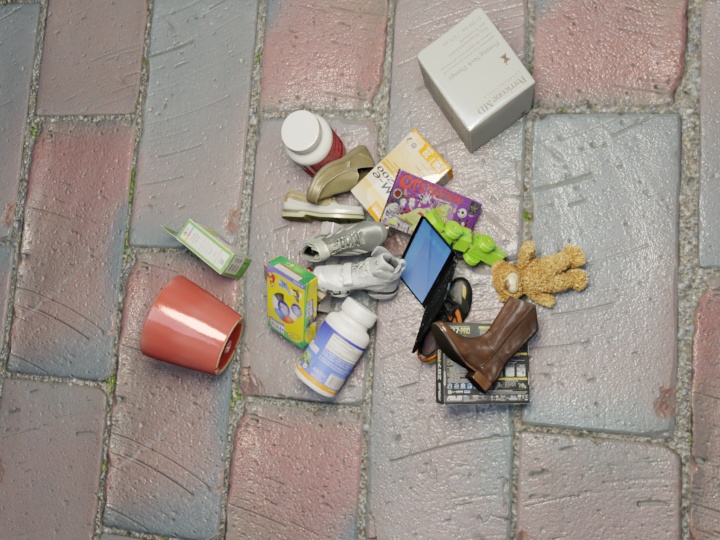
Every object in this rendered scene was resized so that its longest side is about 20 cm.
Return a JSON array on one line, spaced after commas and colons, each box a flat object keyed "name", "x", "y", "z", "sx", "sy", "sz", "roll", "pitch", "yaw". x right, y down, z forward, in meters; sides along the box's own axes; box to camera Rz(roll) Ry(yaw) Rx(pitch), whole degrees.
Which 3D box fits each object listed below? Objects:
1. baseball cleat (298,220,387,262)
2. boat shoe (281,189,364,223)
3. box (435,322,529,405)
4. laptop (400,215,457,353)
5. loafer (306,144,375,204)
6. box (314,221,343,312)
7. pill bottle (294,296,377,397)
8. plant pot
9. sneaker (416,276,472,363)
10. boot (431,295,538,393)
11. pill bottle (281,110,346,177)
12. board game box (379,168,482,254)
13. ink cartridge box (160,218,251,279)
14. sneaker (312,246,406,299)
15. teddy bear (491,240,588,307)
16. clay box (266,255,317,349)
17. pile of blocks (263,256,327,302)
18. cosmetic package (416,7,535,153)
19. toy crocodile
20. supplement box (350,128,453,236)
[{"name": "baseball cleat", "x": -0.040, "y": -0.052, "z": 1.301, "sx": 0.196, "sy": 0.106, "sz": 0.071, "roll": -15, "pitch": 101, "yaw": 26}, {"name": "boat shoe", "x": -0.085, "y": -0.148, "z": 1.399, "sx": 0.195, "sy": 0.075, "sz": 0.070, "roll": 5, "pitch": 82, "yaw": 9}, {"name": "box", "x": 0.250, "y": 0.190, "z": 1.253, "sx": 0.195, "sy": 0.049, "sz": 0.166, "roll": 2, "pitch": 85, "yaw": -16}, {"name": "laptop", "x": 0.119, "y": 0.027, "z": 1.250, "sx": 0.101, "sy": 0.179, "sz": 0.202, "roll": 24, "pitch": 44, "yaw": 1}, {"name": "loafer", "x": -0.039, "y": -0.208, "z": 1.360, "sx": 0.067, "sy": 0.076, "sz": 0.199, "roll": 41, "pitch": 65, "yaw": 14}, {"name": "box", "x": -0.079, "y": -0.008, "z": 1.394, "sx": 0.038, "sy": 0.041, "sz": 0.205, "roll": 6, "pitch": 85, "yaw": 40}, {"name": "pill bottle", "x": -0.049, "y": 0.164, "z": 1.337, "sx": 0.111, "sy": 0.112, "sz": 0.202, "roll": 33, "pitch": 91, "yaw": 14}, {"name": "plant pot", "x": -0.370, "y": 0.137, "z": 1.383, "sx": 0.174, "sy": 0.200, "sz": 0.204, "roll": 24, "pitch": 89, "yaw": 4}, {"name": "sneaker", "x": 0.180, "y": 0.107, "z": 1.300, "sx": 0.069, "sy": 0.090, "sz": 0.203, "roll": 28, "pitch": 91, "yaw": 14}, {"name": "boot", "x": 0.253, "y": 0.108, "z": 1.206, "sx": 0.200, "sy": 0.064, "sz": 0.187, "roll": -45, "pitch": 108, "yaw": -15}, {"name": "pill bottle", "x": -0.104, "y": -0.277, "z": 1.352, "sx": 0.109, "sy": 0.200, "sz": 0.115, "roll": -1, "pitch": 83, "yaw": 12}, {"name": "board game box", "x": 0.151, "y": -0.125, "z": 1.313, "sx": 0.196, "sy": 0.032, "sz": 0.122, "roll": 20, "pitch": 97, "yaw": -11}, {"name": "ink cartridge box", "x": -0.362, "y": -0.064, "z": 1.439, "sx": 0.198, "sy": 0.104, "sz": 0.060, "roll": 36, "pitch": 92, "yaw": 15}, {"name": "sneaker", "x": 0.000, "y": 0.000, "z": 1.294, "sx": 0.195, "sy": 0.116, "sz": 0.077, "roll": 7, "pitch": 54, "yaw": -16}, {"name": "teddy bear", "x": 0.370, "y": 0.012, "z": 1.264, "sx": 0.195, "sy": 0.067, "sz": 0.148, "roll": 4, "pitch": 122, "yaw": 7}, {"name": "clay box", "x": -0.151, "y": 0.081, "z": 1.336, "sx": 0.114, "sy": 0.047, "sz": 0.204, "roll": 28, "pitch": 130, "yaw": 29}, {"name": "pile of blocks", "x": -0.136, "y": 0.022, "z": 1.385, "sx": 0.197, "sy": 0.083, "sz": 0.062, "roll": 22, "pitch": 53, "yaw": 36}, {"name": "cosmetic package", "x": 0.246, "y": -0.398, "z": 1.302, "sx": 0.166, "sy": 0.166, "sz": 0.202, "roll": -34, "pitch": 79, "yaw": 7}, {"name": "toy crocodile", "x": 0.220, "y": -0.065, "z": 1.293, "sx": 0.196, "sy": 0.068, "sz": 0.063, "roll": 22, "pitch": 49, "yaw": -13}, {"name": "supplement box", "x": 0.093, "y": -0.194, "z": 1.362, "sx": 0.200, "sy": 0.073, "sz": 0.126, "roll": -43, "pitch": 77, "yaw": 5}]
